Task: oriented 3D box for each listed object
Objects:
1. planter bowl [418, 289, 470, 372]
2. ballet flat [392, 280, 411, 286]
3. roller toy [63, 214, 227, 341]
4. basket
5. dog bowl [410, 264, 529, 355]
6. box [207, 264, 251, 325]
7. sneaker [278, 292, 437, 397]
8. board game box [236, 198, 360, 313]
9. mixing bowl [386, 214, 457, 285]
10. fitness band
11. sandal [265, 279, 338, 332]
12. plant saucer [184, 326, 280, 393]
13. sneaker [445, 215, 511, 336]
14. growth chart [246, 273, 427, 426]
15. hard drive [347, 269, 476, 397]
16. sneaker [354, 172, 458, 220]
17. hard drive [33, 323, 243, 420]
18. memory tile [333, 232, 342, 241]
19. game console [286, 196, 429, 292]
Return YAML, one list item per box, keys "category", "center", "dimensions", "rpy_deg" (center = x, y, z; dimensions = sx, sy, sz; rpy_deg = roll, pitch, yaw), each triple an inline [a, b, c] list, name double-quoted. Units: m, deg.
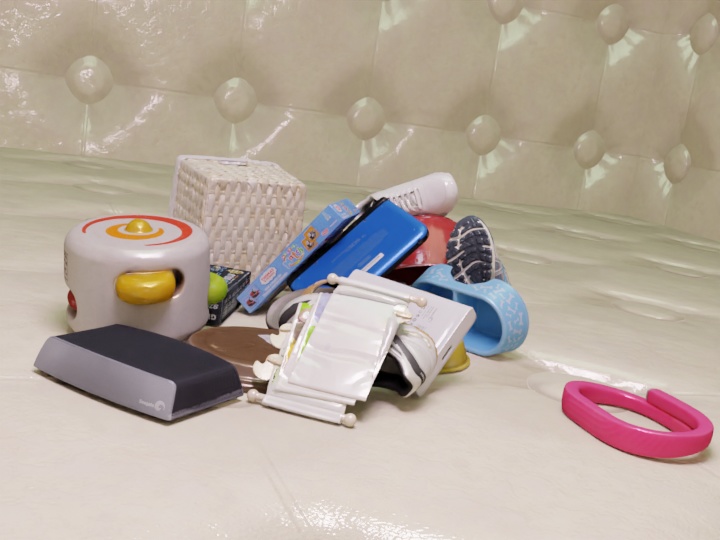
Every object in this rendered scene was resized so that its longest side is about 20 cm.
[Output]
- category: "planter bowl"
  center: [0.061, 0.072, 1.286]
  dimensions: [0.199, 0.084, 0.200]
  rpy_deg: [8, 12, -2]
- category: "ballet flat"
  center: [0.104, 0.060, 1.476]
  dimensions: [0.198, 0.072, 0.072]
  rpy_deg: [5, 11, -9]
- category: "roller toy"
  center: [-0.282, 0.004, 1.166]
  dimensions: [0.181, 0.141, 0.200]
  rpy_deg: [11, 19, 19]
- category: "basket"
  center: [-0.209, -0.081, 1.561]
  dimensions: [0.197, 0.202, 0.161]
  rpy_deg: [1, 15, -31]
- category: "dog bowl"
  center: [0.150, 0.062, 1.359]
  dimensions: [0.199, 0.112, 0.049]
  rpy_deg: [17, 27, 37]
- category: "box"
  center: [-0.259, 0.026, 1.370]
  dimensions: [0.158, 0.046, 0.200]
  rpy_deg: [9, 11, 3]
- category: "sneaker"
  center: [-0.012, 0.087, 1.072]
  dimensions: [0.198, 0.076, 0.088]
  rpy_deg: [14, 33, 16]
- category: "board game box"
  center: [-0.091, -0.025, 1.408]
  dimensions: [0.037, 0.200, 0.151]
  rpy_deg: [45, 12, 1]
- category: "mixing bowl"
  center: [0.112, -0.023, 1.522]
  dimensions: [0.198, 0.109, 0.200]
  rpy_deg: [1, -21, 0]
- category: "fitness band"
  center: [0.327, 0.173, 1.099]
  dimensions: [0.142, 0.038, 0.200]
  rpy_deg: [4, 11, -20]
- category: "sandal"
  center: [-0.037, 0.045, 1.192]
  dimensions: [0.199, 0.055, 0.082]
  rpy_deg: [0, 49, 29]
- category: "plant saucer"
  center: [-0.126, 0.104, 1.124]
  dimensions: [0.198, 0.030, 0.200]
  rpy_deg: [8, 10, -1]
- category: "sneaker"
  center: [0.190, 0.014, 1.410]
  dimensions: [0.077, 0.202, 0.086]
  rpy_deg: [-13, 3, 29]
- category: "growth chart"
  center: [-0.029, 0.083, 1.032]
  dimensions: [0.144, 0.018, 0.201]
  rpy_deg: [18, 56, 20]
- category: "hard drive"
  center: [0.033, 0.075, 1.185]
  dimensions: [0.199, 0.132, 0.027]
  rpy_deg: [18, -30, 40]
- category: "sneaker"
  center: [0.074, -0.110, 1.524]
  dimensions: [0.080, 0.077, 0.199]
  rpy_deg: [-10, -4, -45]
- category: "hard drive"
  center: [-0.238, 0.104, 0.996]
  dimensions: [0.199, 0.043, 0.135]
  rpy_deg: [15, 13, 29]
- category: "memory tile"
  center: [-0.003, -0.022, 1.587]
  dimensions: [0.199, 0.154, 0.017]
  rpy_deg: [-2, 50, -31]
- category: "game console"
  center: [0.000, 0.000, 1.379]
  dimensions: [0.171, 0.200, 0.119]
  rpy_deg: [39, -14, 44]
